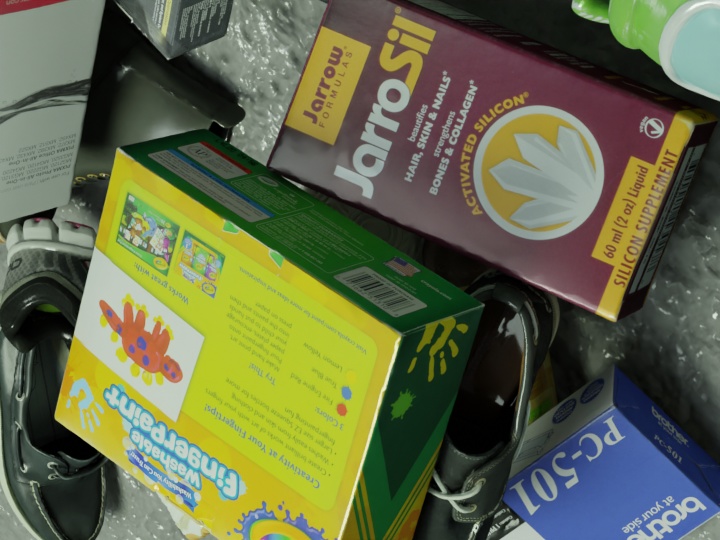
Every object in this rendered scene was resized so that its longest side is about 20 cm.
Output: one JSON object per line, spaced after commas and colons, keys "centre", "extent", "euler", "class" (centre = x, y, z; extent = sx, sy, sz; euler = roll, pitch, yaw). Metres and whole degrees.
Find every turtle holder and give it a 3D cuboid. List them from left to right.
{"centre": [0.182, -0.130, 1.204], "extent": [0.132, 0.141, 0.186], "euler": [36, 135, 14], "class": "turtle holder"}

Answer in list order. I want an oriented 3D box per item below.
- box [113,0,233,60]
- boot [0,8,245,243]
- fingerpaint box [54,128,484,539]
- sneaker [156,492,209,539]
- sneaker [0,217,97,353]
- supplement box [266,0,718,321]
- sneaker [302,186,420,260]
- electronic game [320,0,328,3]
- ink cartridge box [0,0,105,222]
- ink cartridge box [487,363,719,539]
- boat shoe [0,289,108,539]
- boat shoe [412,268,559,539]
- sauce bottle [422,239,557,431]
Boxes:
{"centre": [-0.123, -0.240, 1.425], "extent": [0.161, 0.049, 0.200], "euler": [48, 145, 26], "class": "box"}
{"centre": [-0.157, -0.061, 1.605], "extent": [0.138, 0.077, 0.200], "euler": [34, 137, 11], "class": "boot"}
{"centre": [-0.050, 0.048, 1.331], "extent": [0.200, 0.073, 0.167], "euler": [32, 120, 31], "class": "fingerpaint box"}
{"centre": [-0.083, 0.105, 1.655], "extent": [0.088, 0.076, 0.200], "euler": [52, 138, -2], "class": "sneaker"}
{"centre": [-0.135, 0.028, 1.604], "extent": [0.199, 0.088, 0.074], "euler": [10, 151, 14], "class": "sneaker"}
{"centre": [0.068, -0.065, 1.338], "extent": [0.199, 0.086, 0.111], "euler": [23, 100, 13], "class": "supplement box"}
{"centre": [0.000, 0.000, 1.507], "extent": [0.075, 0.085, 0.201], "euler": [12, 116, 7], "class": "sneaker"}
{"centre": [-0.012, -0.228, 1.377], "extent": [0.199, 0.042, 0.201], "euler": [22, 131, 28], "class": "electronic game"}
{"centre": [-0.225, -0.144, 1.497], "extent": [0.145, 0.083, 0.201], "euler": [42, 134, 31], "class": "ink cartridge box"}
{"centre": [0.099, 0.146, 1.477], "extent": [0.200, 0.044, 0.094], "euler": [-38, 110, 25], "class": "ink cartridge box"}
{"centre": [-0.201, 0.108, 1.762], "extent": [0.066, 0.074, 0.200], "euler": [17, 120, 47], "class": "boat shoe"}
{"centre": [0.044, 0.095, 1.346], "extent": [0.072, 0.068, 0.201], "euler": [21, 101, 1], "class": "boat shoe"}
{"centre": [0.068, 0.013, 1.464], "extent": [0.065, 0.065, 0.201], "euler": [10, 126, 36], "class": "sauce bottle"}
